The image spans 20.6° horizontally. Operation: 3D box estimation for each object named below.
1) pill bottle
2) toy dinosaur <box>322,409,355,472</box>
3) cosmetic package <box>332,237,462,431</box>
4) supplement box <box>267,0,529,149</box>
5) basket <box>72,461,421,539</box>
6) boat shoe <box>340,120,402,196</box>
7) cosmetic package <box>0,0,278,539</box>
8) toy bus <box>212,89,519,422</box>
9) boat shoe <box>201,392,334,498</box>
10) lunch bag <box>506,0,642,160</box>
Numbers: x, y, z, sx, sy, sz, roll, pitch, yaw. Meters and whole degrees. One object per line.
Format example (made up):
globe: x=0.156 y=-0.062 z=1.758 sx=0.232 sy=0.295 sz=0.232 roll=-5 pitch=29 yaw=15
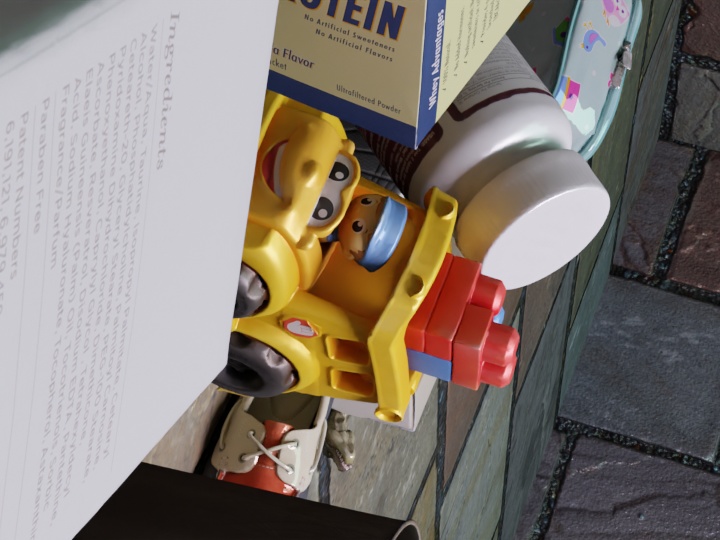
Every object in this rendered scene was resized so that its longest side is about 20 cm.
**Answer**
pill bottle: x=0.060 y=-0.091 z=1.207 sx=0.109 sy=0.200 sz=0.110 roll=-26 pitch=152 yaw=-15
toy dinosaur: x=0.010 y=0.061 z=1.578 sx=0.088 sy=0.047 sz=0.200 roll=114 pitch=1 yaw=-53
cosmetic package: x=0.025 y=0.009 z=1.443 sx=0.071 sy=0.105 sz=0.200 roll=89 pitch=20 yaw=-51
supplement box: x=0.021 y=-0.213 z=1.009 sx=0.200 sy=0.134 sz=0.200 roll=-53 pitch=157 yaw=-37
basket: x=-0.087 y=0.154 z=0.901 sx=0.180 sy=0.199 sz=0.136 roll=86 pitch=22 yaw=-59
boat shoe: x=0.019 y=-0.103 z=1.348 sx=0.065 sy=0.074 sz=0.202 roll=71 pitch=30 yaw=-62
cosmetic package: x=-0.135 y=-0.026 z=0.539 sx=0.200 sy=0.167 sz=0.167 roll=-49 pitch=152 yaw=-61
toy bus: x=0.000 y=0.000 z=1.119 sx=0.200 sy=0.192 sz=0.136 roll=81 pitch=29 yaw=-59
boat shoe: x=-0.056 y=0.110 z=1.276 sx=0.063 sy=0.071 sz=0.200 roll=110 pitch=1 yaw=-49
lunch bag: x=0.105 y=-0.144 z=1.399 sx=0.077 sy=0.200 sz=0.161 roll=37 pitch=61 yaw=-34
